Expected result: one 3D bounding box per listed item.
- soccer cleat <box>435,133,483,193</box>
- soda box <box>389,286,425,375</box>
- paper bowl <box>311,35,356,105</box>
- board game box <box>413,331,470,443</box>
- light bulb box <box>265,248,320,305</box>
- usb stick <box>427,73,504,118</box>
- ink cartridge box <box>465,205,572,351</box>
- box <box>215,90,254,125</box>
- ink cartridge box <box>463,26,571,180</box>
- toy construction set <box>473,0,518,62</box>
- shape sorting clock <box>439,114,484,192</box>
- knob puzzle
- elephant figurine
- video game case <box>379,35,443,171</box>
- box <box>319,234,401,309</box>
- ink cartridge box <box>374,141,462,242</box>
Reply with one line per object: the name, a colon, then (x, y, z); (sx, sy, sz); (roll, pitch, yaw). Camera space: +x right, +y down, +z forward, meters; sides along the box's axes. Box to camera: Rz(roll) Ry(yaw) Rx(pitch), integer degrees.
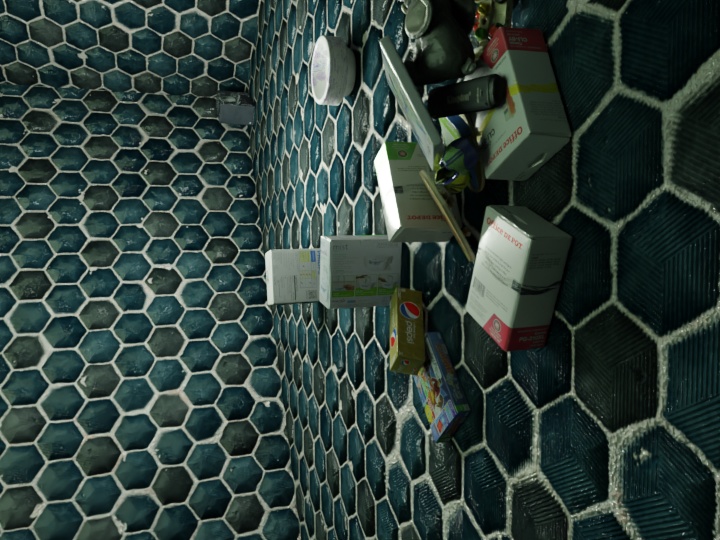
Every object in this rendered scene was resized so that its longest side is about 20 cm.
soccer cleat: (0.160, -0.178, 1.089); (0.065, 0.083, 0.200); (53, 174, 8)
soda box: (0.106, 0.138, 1.414); (0.064, 0.067, 0.202); (111, 166, -47)
paper bowl: (-0.079, -0.615, 1.892); (0.200, 0.103, 0.204); (179, 90, -70)
board game box: (0.172, 0.258, 1.360); (0.136, 0.034, 0.202); (111, 150, -46)
light bulb box: (-0.243, 0.024, 2.269); (0.125, 0.197, 0.202); (167, 101, -71)
usb stick: (0.174, -0.294, 1.042); (0.199, 0.032, 0.056); (-162, 74, -64)
ink cartridge box: (0.258, 0.009, 1.023); (0.145, 0.083, 0.203); (-126, 38, -58)
box: (-0.733, -0.948, 3.568); (0.198, 0.197, 0.125); (-114, 30, -46)
ink cartridge box: (0.253, -0.271, 1.014); (0.145, 0.082, 0.203); (129, 135, -62)
toy construction set: (0.217, -0.450, 1.091); (0.130, 0.091, 0.203); (12, 112, 45)
shape sorting clock: (0.196, -0.247, 1.167); (0.200, 0.039, 0.202); (-23, -89, -89)
knob puzzle: (0.171, -0.109, 1.150); (0.221, 0.030, 0.220); (59, -173, -12)
elephant figurine: (0.125, -0.428, 1.049); (0.141, 0.153, 0.203); (-36, -60, -64)
video game case: (0.091, -0.284, 1.072); (0.202, 0.022, 0.182); (65, -175, 6)
box: (0.000, 0.000, 1.584); (0.097, 0.197, 0.179); (-154, 63, -68)
ink cartridge box: (0.121, -0.166, 1.306); (0.084, 0.143, 0.203); (130, 135, -62)
